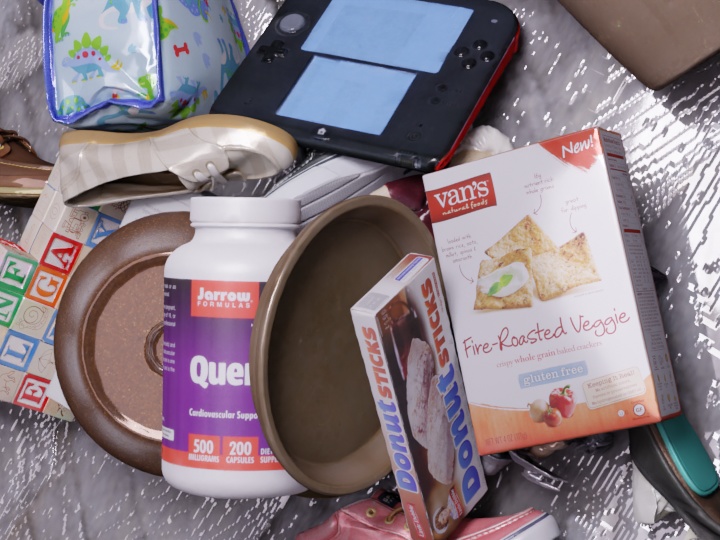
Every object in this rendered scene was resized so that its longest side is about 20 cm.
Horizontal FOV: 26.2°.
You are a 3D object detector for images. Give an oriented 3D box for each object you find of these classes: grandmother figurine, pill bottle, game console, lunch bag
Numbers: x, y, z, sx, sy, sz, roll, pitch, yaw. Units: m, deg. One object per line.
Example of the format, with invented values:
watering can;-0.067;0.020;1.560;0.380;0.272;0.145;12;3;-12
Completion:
grandmother figurine;0.051;-0.021;1.140;0.201;0.121;0.060;-55;32;-12
pill bottle;-0.081;0.051;1.066;0.112;0.112;0.202;1;92;23
game console;0.007;-0.154;1.172;0.199;0.031;0.177;13;49;25
lunch bag;-0.170;-0.202;1.231;0.127;0.170;0.202;-6;82;20

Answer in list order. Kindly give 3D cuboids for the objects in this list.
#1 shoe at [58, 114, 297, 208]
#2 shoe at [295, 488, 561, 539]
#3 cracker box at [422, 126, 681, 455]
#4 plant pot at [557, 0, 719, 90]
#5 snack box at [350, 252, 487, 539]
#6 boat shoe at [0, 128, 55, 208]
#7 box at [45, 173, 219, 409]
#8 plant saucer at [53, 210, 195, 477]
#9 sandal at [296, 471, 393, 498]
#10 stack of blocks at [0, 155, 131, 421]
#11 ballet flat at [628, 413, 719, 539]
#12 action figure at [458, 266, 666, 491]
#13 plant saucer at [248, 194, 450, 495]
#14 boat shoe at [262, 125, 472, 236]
shoe;-0.139;-0.076;1.156;0.199;0.070;0.054;-1;67;23
shoe;0.044;0.198;1.142;0.199;0.071;0.091;-29;79;22
cracker box;0.130;0.015;1.059;0.133;0.058;0.202;-15;83;26
plant pot;0.205;-0.227;1.076;0.200;0.200;0.175;-32;89;16
snack box;0.043;0.092;1.060;0.024;0.072;0.201;10;128;36
boat shoe;-0.318;-0.092;1.334;0.199;0.072;0.068;7;88;26
box;-0.141;0.039;1.228;0.124;0.097;0.201;26;94;23
plant saucer;-0.135;0.056;1.146;0.199;0.037;0.202;0;91;5
sandal;-0.012;0.126;1.176;0.199;0.080;0.054;-20;40;31
stack of blocks;-0.253;0.009;1.263;0.059;0.115;0.201;31;96;57
ballet flat;0.231;0.170;1.070;0.068;0.068;0.200;-43;69;22
action figure;0.139;0.072;1.123;0.130;0.069;0.201;33;101;16
plant saucer;-0.008;0.049;1.033;0.029;0.200;0.202;10;87;38
boat shoe;-0.009;-0.078;1.174;0.199;0.072;0.071;-30;53;-23
